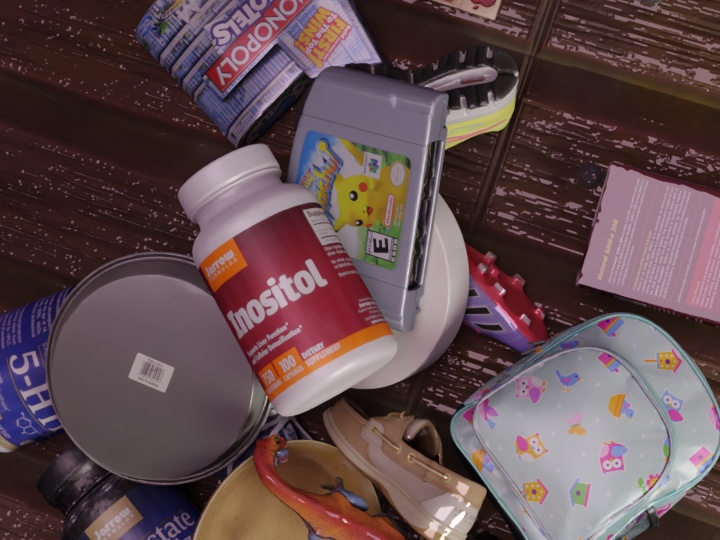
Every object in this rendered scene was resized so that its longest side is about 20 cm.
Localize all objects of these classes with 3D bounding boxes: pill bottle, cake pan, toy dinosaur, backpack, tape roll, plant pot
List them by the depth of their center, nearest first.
[{"bbox_3d":[-0.064,0.006,1.249,0.113,0.113,0.201,-32,81,10],"label":"pill bottle"},{"bbox_3d":[-0.003,0.197,1.254,0.199,0.182,0.105,-13,42,34],"label":"toy dinosaur"},{"bbox_3d":[0.190,0.131,1.261,0.200,0.153,0.176,-34,75,-5],"label":"backpack"},{"bbox_3d":[-0.171,0.086,1.304,0.199,0.037,0.201,1,97,5],"label":"cake pan"},{"bbox_3d":[-0.066,0.241,1.320,0.027,0.199,0.201,8,88,52],"label":"plant pot"},{"bbox_3d":[0.000,0.000,1.338,0.202,0.037,0.204,8,104,33],"label":"tape roll"},{"bbox_3d":[-0.191,0.239,1.370,0.112,0.112,0.200,-44,78,8],"label":"pill bottle"},{"bbox_3d":[-0.251,0.076,1.391,0.199,0.120,0.120,-21,82,12],"label":"pill bottle"}]

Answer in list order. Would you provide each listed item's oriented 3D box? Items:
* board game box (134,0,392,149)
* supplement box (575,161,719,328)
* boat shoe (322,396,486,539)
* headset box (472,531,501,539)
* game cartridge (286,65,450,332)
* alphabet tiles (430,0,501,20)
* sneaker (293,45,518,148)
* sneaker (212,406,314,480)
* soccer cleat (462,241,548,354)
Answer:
[{"bbox_3d":[-0.076,-0.213,1.397,0.200,0.062,0.200,-45,77,7],"label":"board game box"},{"bbox_3d":[0.290,-0.011,1.294,0.199,0.061,0.109,17,90,13],"label":"supplement box"},{"bbox_3d":[0.040,0.156,1.306,0.069,0.074,0.200,-53,43,3],"label":"boat shoe"},{"bbox_3d":[0.133,0.324,1.303,0.199,0.077,0.149,29,93,15],"label":"headset box"},{"bbox_3d":[0.000,-0.061,1.283,0.133,0.040,0.201,18,109,34],"label":"game cartridge"},{"bbox_3d":[0.106,-0.331,1.388,0.166,0.006,0.201,20,91,14],"label":"alphabet tiles"},{"bbox_3d":[0.042,-0.131,1.346,0.199,0.090,0.079,-6,67,11],"label":"sneaker"},{"bbox_3d":[-0.079,0.106,1.357,0.108,0.070,0.201,29,114,15],"label":"sneaker"},{"bbox_3d":[0.078,0.009,1.348,0.200,0.067,0.077,44,112,13],"label":"soccer cleat"}]
